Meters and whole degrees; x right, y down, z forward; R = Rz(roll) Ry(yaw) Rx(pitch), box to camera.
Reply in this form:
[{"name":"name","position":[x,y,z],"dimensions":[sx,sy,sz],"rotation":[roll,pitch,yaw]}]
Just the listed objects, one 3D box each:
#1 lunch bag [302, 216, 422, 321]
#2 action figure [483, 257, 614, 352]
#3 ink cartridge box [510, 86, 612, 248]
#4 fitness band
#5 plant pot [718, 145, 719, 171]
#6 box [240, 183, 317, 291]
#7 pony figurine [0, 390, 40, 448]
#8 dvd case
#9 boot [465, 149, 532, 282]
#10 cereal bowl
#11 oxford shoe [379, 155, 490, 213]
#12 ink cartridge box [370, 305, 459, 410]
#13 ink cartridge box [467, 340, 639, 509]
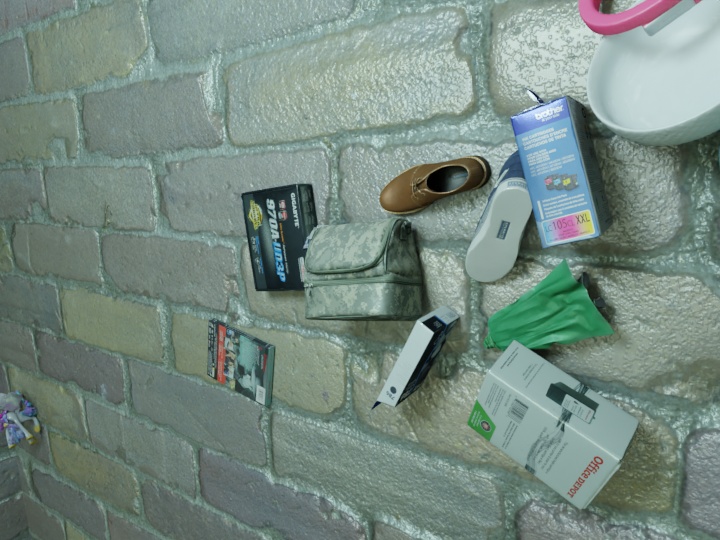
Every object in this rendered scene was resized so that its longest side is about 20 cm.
[{"name":"lunch bag","position":[0.000,0.000,0.932],"dimensions":[0.198,0.138,0.171],"rotation":[-4,82,36]},{"name":"action figure","position":[0.256,0.073,0.806],"dimensions":[0.199,0.054,0.119],"rotation":[-36,80,43]},{"name":"ink cartridge box","position":[0.259,-0.141,0.704],"dimensions":[0.075,0.136,0.203],"rotation":[-11,93,31]},{"name":"fitness band","position":[0.343,-0.350,0.615],"dimensions":[0.199,0.037,0.145],"rotation":[-34,46,34]},{"name":"plant pot","position":[0.452,-0.113,0.547],"dimensions":[0.201,0.198,0.136],"rotation":[-53,55,31]},{"name":"box","position":[-0.155,-0.062,1.079],"dimensions":[0.157,0.046,0.204],"rotation":[-2,99,36]},{"name":"pony figurine","position":[-1.222,0.515,1.911],"dimensions":[0.165,0.193,0.201],"rotation":[-35,77,2]},{"name":"dvd case","position":[-0.277,0.207,1.244],"dimensions":[0.198,0.022,0.148],"rotation":[18,110,33]},{"name":"boot","position":[0.211,-0.074,0.804],"dimensions":[0.072,0.091,0.201],"rotation":[20,141,5]},{"name":"cereal bowl","position":[0.367,-0.228,0.615],"dimensions":[0.199,0.083,0.203],"rotation":[-30,49,40]},{"name":"oxford shoe","position":[0.100,-0.136,0.863],"dimensions":[0.198,0.071,0.072],"rotation":[-16,93,39]},{"name":"ink cartridge box","position":[0.090,0.158,0.917],"dimensions":[0.039,0.099,0.202],"rotation":[36,120,22]},{"name":"ink cartridge box","position":[0.269,0.220,0.786],"dimensions":[0.199,0.083,0.148],"rotation":[34,140,25]}]
